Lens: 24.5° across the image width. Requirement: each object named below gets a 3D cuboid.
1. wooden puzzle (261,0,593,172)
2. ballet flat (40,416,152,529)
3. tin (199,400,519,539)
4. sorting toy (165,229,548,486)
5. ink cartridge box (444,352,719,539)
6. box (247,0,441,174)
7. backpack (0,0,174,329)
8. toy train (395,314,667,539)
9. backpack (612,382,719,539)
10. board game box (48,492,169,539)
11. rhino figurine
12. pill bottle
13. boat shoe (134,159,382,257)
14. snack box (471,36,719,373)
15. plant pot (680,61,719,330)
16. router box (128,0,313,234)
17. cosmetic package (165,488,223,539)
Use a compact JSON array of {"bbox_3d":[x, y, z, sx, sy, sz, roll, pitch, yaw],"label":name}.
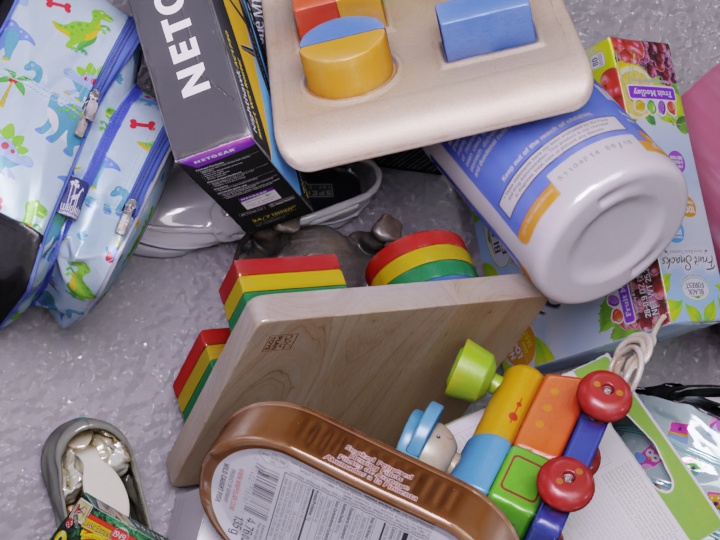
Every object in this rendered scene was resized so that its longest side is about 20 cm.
[{"bbox_3d":[0.031,-0.152,1.003,0.185,0.046,0.200,-12,40,2],"label":"wooden puzzle"},{"bbox_3d":[-0.152,0.188,1.034,0.067,0.064,0.201,-15,83,-26],"label":"ballet flat"},{"bbox_3d":[-0.002,0.151,0.971,0.200,0.112,0.042,24,43,9],"label":"tin"},{"bbox_3d":[-0.013,0.051,1.065,0.198,0.200,0.070,-4,57,-27],"label":"sorting toy"},{"bbox_3d":[0.122,0.157,1.079,0.200,0.076,0.148,-19,68,-41],"label":"ink cartridge box"},{"bbox_3d":[-0.009,-0.162,1.167,0.199,0.107,0.149,5,75,-21],"label":"box"},{"bbox_3d":[-0.192,-0.069,1.014,0.147,0.183,0.201,23,69,-12],"label":"backpack"},{"bbox_3d":[0.105,0.076,1.021,0.115,0.085,0.200,25,51,7],"label":"toy train"},{"bbox_3d":[0.265,0.159,1.177,0.200,0.167,0.127,25,73,-9],"label":"backpack"},{"bbox_3d":[-0.118,0.222,1.007,0.200,0.023,0.105,36,89,-32],"label":"board game box"},{"bbox_3d":[0.000,0.000,1.134,0.200,0.087,0.060,7,67,-37],"label":"rhino figurine"},{"bbox_3d":[0.104,-0.083,1.036,0.112,0.112,0.200,-15,50,-26],"label":"pill bottle"},{"bbox_3d":[-0.081,-0.056,1.129,0.199,0.065,0.074,-12,82,-25],"label":"boat shoe"},{"bbox_3d":[0.158,-0.040,1.168,0.068,0.168,0.201,-1,76,-38],"label":"snack box"},{"bbox_3d":[0.307,-0.060,1.242,0.200,0.200,0.179,-36,76,-27],"label":"plant pot"},{"bbox_3d":[-0.093,-0.137,0.998,0.051,0.149,0.201,-20,73,7],"label":"router box"},{"bbox_3d":[-0.023,0.193,1.079,0.199,0.083,0.051,20,69,-17],"label":"cosmetic package"}]
